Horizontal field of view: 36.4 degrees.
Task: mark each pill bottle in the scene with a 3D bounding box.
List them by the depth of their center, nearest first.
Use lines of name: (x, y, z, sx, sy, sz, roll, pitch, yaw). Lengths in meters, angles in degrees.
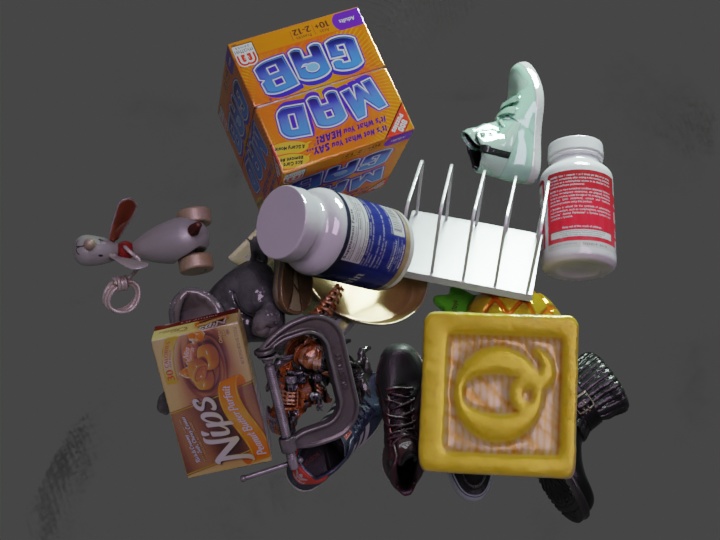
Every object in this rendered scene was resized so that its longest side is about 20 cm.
pill bottle: (-0.032, -0.044, 1.434, 0.199, 0.115, 0.117, 14, 64, -44)
pill bottle: (0.326, -0.095, 1.651, 0.111, 0.112, 0.202, 6, 71, -10)

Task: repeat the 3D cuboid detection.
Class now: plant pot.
plant pot: (0.000, 0.000, 1.568, 0.198, 0.028, 0.201, 13, 49, -15)

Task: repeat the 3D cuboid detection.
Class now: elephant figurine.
elephant figurine: (-0.202, 0.076, 1.482, 0.198, 0.142, 0.156, -15, 45, 0)

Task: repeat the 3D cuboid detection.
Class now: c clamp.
c clamp: (-0.083, 0.160, 1.400, 0.169, 0.027, 0.202, -11, 103, -16)

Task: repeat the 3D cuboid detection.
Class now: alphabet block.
alphabet block: (0.177, 0.161, 1.401, 0.193, 0.200, 0.198, 0, 81, 9)

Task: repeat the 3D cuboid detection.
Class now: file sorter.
file sorter: (0.160, -0.065, 1.551, 0.198, 0.125, 0.139, 10, 41, 8)

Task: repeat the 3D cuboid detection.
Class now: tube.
tube: (-0.090, 0.018, 1.563, 0.200, 0.052, 0.058, 40, 31, 7)

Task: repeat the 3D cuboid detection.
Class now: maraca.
maraca: (0.200, 0.075, 1.569, 0.198, 0.108, 0.138, 11, 36, -2)

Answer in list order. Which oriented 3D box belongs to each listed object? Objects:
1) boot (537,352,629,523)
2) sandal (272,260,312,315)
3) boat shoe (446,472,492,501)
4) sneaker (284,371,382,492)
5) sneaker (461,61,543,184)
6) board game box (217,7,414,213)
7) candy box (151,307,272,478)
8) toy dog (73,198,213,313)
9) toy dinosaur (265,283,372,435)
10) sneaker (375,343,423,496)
boot: (0.318, 0.232, 1.555, 0.157, 0.079, 0.213, -20, 76, -17)
sandal: (-0.094, -0.020, 1.490, 0.080, 0.054, 0.201, 40, 43, -32)
boat shoe: (0.157, 0.218, 1.530, 0.071, 0.071, 0.202, 4, 71, -10)
sneaker: (-0.021, 0.215, 1.487, 0.075, 0.085, 0.200, 38, 68, 3)
sneaker: (0.217, -0.237, 1.694, 0.117, 0.074, 0.202, 6, 73, -16)
board game box: (-0.071, -0.215, 1.561, 0.198, 0.200, 0.201, -20, 76, -17)
candy box: (-0.190, 0.160, 1.420, 0.114, 0.055, 0.202, -11, 109, 0)
toy dog: (-0.288, -0.039, 1.511, 0.199, 0.096, 0.133, -27, 78, -19)
toy dinosaur: (-0.057, 0.124, 1.450, 0.135, 0.201, 0.102, 18, 22, -40)
sneaker: (0.063, 0.204, 1.456, 0.075, 0.116, 0.202, -5, 98, -2)
